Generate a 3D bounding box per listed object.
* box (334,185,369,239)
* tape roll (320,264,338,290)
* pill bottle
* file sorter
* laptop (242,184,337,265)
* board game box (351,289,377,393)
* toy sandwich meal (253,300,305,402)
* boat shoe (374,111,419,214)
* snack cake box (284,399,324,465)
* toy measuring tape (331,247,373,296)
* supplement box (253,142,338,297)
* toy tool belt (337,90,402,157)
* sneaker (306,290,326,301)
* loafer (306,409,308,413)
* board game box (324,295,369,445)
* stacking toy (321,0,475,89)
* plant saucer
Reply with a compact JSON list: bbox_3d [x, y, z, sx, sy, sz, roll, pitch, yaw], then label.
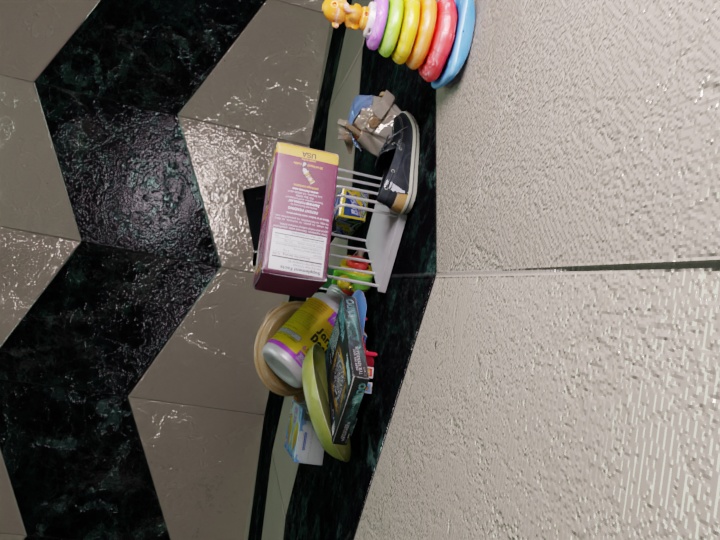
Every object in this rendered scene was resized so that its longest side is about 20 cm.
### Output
[{"bbox_3d":[-0.035,-0.128,1.385,0.200,0.063,0.072,148,131,-74],"label":"box"},{"bbox_3d":[-0.114,0.010,1.318,0.200,0.196,0.049,167,112,-78],"label":"tape roll"},{"bbox_3d":[-0.086,0.115,1.159,0.200,0.104,0.104,-48,-3,-26],"label":"pill bottle"},{"bbox_3d":[-0.009,-0.079,1.062,0.201,0.122,0.142,-104,26,-63],"label":"file sorter"},{"bbox_3d":[-0.154,-0.106,1.327,0.200,0.183,0.119,134,121,-73],"label":"laptop"},{"bbox_3d":[-0.001,0.137,1.044,0.158,0.038,0.205,150,128,-73],"label":"board game box"},{"bbox_3d":[-0.137,0.158,1.233,0.070,0.202,0.210,5,84,51],"label":"toy sandwich meal"},{"bbox_3d":[0.056,-0.181,0.980,0.075,0.061,0.204,116,163,-56],"label":"boat shoe"},{"bbox_3d":[-0.125,0.365,1.403,0.200,0.066,0.118,152,126,-76],"label":"snack cake box"},{"bbox_3d":[0.000,0.000,1.161,0.200,0.072,0.075,-47,-27,-69],"label":"toy measuring tape"},{"bbox_3d":[-0.102,-0.074,0.957,0.131,0.101,0.205,142,135,-70],"label":"supplement box"},{"bbox_3d":[0.010,-0.278,1.139,0.201,0.120,0.127,-107,29,-67],"label":"toy tool belt"},{"bbox_3d":[-0.068,0.086,1.386,0.088,0.079,0.201,-63,25,20],"label":"sneaker"},{"bbox_3d":[-0.060,0.227,1.188,0.076,0.068,0.203,-96,20,-55],"label":"loafer"},{"bbox_3d":[-0.025,0.154,0.980,0.202,0.027,0.138,-101,24,-56],"label":"board game box"},{"bbox_3d":[0.043,-0.325,0.819,0.110,0.195,0.119,-151,71,-78],"label":"stacking toy"},{"bbox_3d":[-0.061,0.226,1.039,0.200,0.030,0.204,-18,-89,-85],"label":"plant saucer"}]
